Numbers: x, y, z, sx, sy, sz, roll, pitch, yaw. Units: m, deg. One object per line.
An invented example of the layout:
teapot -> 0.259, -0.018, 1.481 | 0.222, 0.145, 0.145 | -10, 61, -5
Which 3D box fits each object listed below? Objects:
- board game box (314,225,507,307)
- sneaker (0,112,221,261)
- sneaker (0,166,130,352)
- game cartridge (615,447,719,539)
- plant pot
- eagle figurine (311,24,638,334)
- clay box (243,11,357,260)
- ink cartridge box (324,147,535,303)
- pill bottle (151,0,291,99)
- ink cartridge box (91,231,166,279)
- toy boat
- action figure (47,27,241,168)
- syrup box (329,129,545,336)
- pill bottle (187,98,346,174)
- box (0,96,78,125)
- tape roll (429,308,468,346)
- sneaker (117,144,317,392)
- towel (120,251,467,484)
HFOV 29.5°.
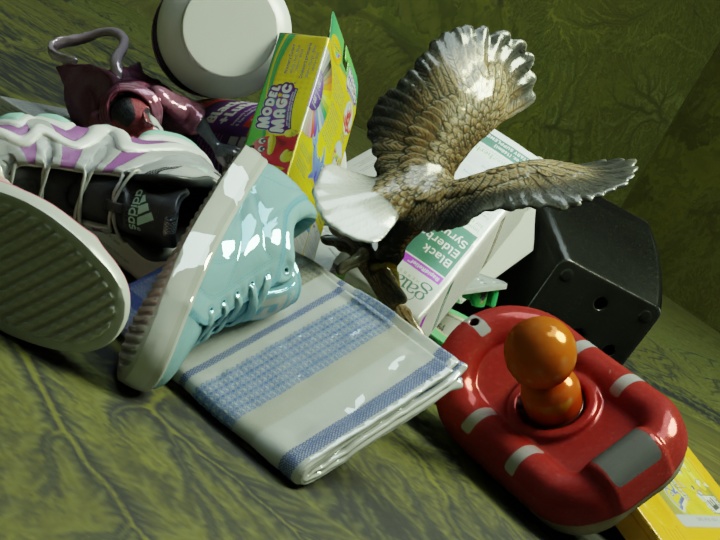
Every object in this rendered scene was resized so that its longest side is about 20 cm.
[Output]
board game box -> 0.000, 0.000, 1.213 | 0.200, 0.026, 0.200 | 19, 12, 29
sneaker -> -0.167, -0.050, 0.907 | 0.200, 0.078, 0.140 | -6, 26, -32
sneaker -> -0.209, -0.026, 0.785 | 0.200, 0.075, 0.105 | 26, 14, 5
game cartridge -> 0.233, 0.165, 1.116 | 0.200, 0.032, 0.176 | 18, 31, -53
plant pot -> 0.211, 0.025, 1.478 | 0.199, 0.200, 0.177 | 26, 20, -21
eagle figurine -> 0.067, -0.067, 0.956 | 0.152, 0.200, 0.151 | 45, 13, -18
clay box -> -0.051, -0.099, 1.104 | 0.048, 0.200, 0.115 | 7, -24, 15
ink cartridge box -> 0.058, -0.051, 1.379 | 0.200, 0.084, 0.146 | 17, 33, 34
pill bottle -> -0.121, -0.204, 1.177 | 0.112, 0.113, 0.200 | 28, 2, -13
ink cartridge box -> -0.109, -0.001, 1.055 | 0.200, 0.045, 0.176 | 35, 12, 30
toy boat -> 0.135, 0.085, 0.985 | 0.200, 0.130, 0.131 | 38, -26, 45
action figure -> -0.181, -0.137, 1.125 | 0.200, 0.134, 0.149 | -141, -147, -77
syrup box -> 0.057, -0.024, 1.067 | 0.079, 0.081, 0.200 | 34, 54, 11
pill bottle -> -0.117, -0.101, 1.261 | 0.200, 0.112, 0.111 | 13, -5, 45
box -> -0.266, -0.122, 1.233 | 0.041, 0.039, 0.200 | 30, 9, 12
tape roll -> 0.104, 0.089, 1.218 | 0.200, 0.048, 0.200 | 28, 10, -5
sneaker -> -0.075, 0.005, 0.826 | 0.082, 0.074, 0.200 | 32, 48, -8
towel -> -0.052, 0.046, 0.853 | 0.200, 0.024, 0.147 | 34, 46, 31
